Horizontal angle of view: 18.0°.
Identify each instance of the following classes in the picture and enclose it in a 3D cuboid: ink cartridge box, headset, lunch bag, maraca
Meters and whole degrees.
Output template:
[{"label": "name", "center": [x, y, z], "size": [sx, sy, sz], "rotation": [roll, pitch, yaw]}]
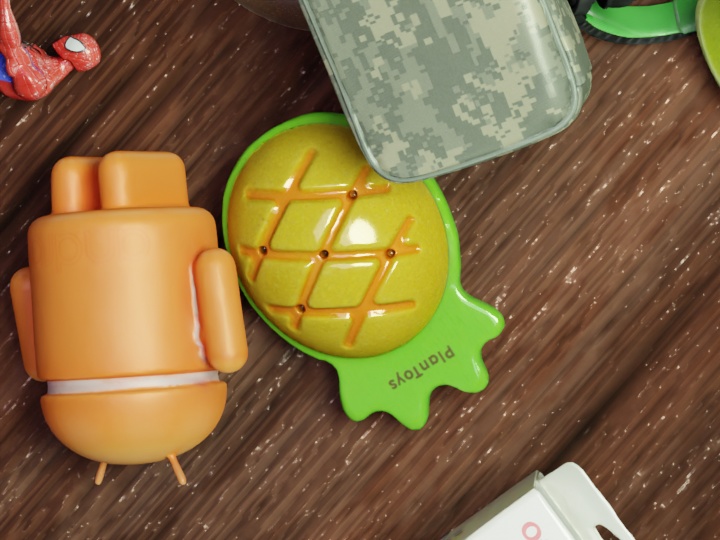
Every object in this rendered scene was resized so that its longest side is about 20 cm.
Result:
[{"label": "ink cartridge box", "center": [0.083, 0.216, 1.342], "size": [0.200, 0.125, 0.129], "rotation": [-36, 88, 4]}, {"label": "headset", "center": [0.164, -0.180, 1.298], "size": [0.123, 0.200, 0.094], "rotation": [-19, 59, 19]}, {"label": "lunch bag", "center": [0.048, -0.161, 1.298], "size": [0.139, 0.168, 0.200], "rotation": [-20, 102, 16]}, {"label": "maraca", "center": [0.000, 0.000, 1.358], "size": [0.137, 0.107, 0.200], "rotation": [-33, 93, 18]}]

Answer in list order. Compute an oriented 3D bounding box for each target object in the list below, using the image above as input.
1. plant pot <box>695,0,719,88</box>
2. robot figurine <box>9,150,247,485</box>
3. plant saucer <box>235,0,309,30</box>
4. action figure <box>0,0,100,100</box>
[{"label": "plant pot", "center": [0.327, -0.151, 1.293], "size": [0.200, 0.187, 0.187], "rotation": [-41, 87, -11]}, {"label": "robot figurine", "center": [-0.141, 0.030, 1.366], "size": [0.144, 0.117, 0.200], "rotation": [-4, 89, -2]}, {"label": "plant saucer", "center": [-0.020, -0.248, 1.394], "size": [0.200, 0.037, 0.201], "rotation": [0, 91, 5]}, {"label": "action figure", "center": [-0.262, -0.141, 1.394], "size": [0.200, 0.065, 0.099], "rotation": [-8, 106, 4]}]
